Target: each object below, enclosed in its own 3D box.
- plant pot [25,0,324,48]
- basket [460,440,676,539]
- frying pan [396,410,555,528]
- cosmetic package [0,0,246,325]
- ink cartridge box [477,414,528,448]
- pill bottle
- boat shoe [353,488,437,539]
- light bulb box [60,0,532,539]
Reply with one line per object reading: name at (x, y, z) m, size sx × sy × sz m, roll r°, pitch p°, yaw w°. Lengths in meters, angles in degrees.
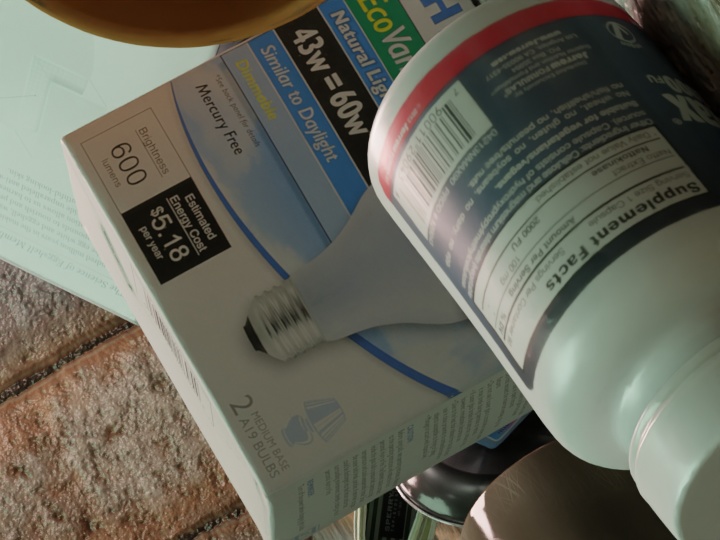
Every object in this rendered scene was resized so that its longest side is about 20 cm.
plant pot at (-0.079, -0.210, 1.227) m, size 0.140 × 0.200 × 0.200 m, roll -100°, pitch -14°, yaw -63°
basket at (0.140, 0.186, 1.419) m, size 0.180 × 0.136 × 0.200 m, roll 98°, pitch 150°, yaw -47°
frying pan at (0.088, 0.115, 1.555) m, size 0.190 × 0.115 × 0.031 m, roll -130°, pitch 26°, yaw -49°
cosmetic package at (-0.157, -0.112, 1.583) m, size 0.199 × 0.123 × 0.200 m, roll 26°, pitch 121°, yaw 11°
ink cartridge box at (0.000, 0.000, 1.525) m, size 0.200 × 0.076 × 0.136 m, roll 29°, pitch -163°, yaw -44°
pill bottle at (0.098, 0.001, 1.058) m, size 0.200 × 0.120 × 0.120 m, roll 55°, pitch 170°, yaw 35°
boat shoe at (0.029, 0.088, 1.746) m, size 0.062 × 0.072 × 0.200 m, roll -77°, pitch -11°, yaw -82°
light bulb box at (-0.003, -0.009, 1.362) m, size 0.198 × 0.200 × 0.125 m, roll 59°, pitch 170°, yaw 13°
